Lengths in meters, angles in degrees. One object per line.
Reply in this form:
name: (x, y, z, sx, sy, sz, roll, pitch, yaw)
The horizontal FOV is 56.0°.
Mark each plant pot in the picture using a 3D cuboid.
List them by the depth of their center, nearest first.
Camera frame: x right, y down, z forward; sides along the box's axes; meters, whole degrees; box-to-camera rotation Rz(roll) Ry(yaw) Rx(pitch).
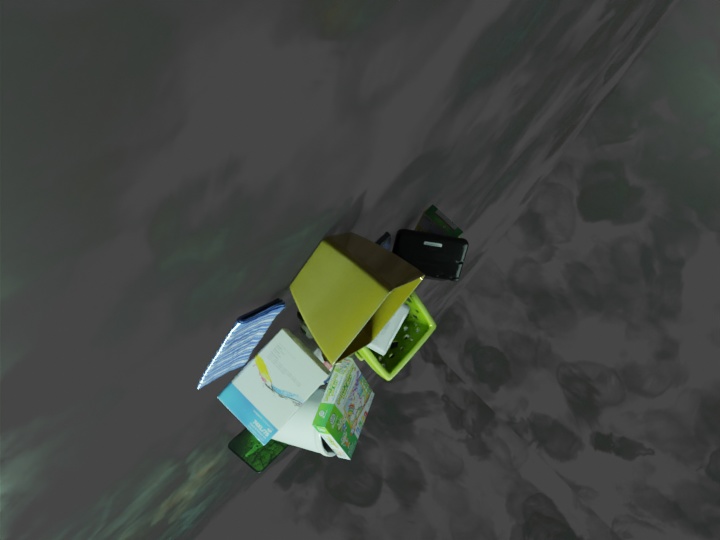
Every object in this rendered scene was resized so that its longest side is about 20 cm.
plant pot: (-0.021, 0.036, 1.353, 0.201, 0.176, 0.199, -52, 166, 21)
plant pot: (0.042, 0.126, 1.730, 0.200, 0.200, 0.181, -44, -155, -16)

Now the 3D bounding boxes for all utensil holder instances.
utensil holder: (-0.148, 0.401, 1.848, 0.169, 0.197, 0.174, -18, 110, -60)

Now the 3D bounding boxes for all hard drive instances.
hard drive: (0.025, 0.104, 1.562, 0.199, 0.026, 0.133, 34, 84, -45)

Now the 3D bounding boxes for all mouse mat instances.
mouse mat: (-0.265, 0.472, 1.938, 0.199, 0.160, 0.008, -40, 134, -29)

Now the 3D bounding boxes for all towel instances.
towel: (-0.232, 0.144, 1.327, 0.201, 0.024, 0.144, -55, 165, 30)

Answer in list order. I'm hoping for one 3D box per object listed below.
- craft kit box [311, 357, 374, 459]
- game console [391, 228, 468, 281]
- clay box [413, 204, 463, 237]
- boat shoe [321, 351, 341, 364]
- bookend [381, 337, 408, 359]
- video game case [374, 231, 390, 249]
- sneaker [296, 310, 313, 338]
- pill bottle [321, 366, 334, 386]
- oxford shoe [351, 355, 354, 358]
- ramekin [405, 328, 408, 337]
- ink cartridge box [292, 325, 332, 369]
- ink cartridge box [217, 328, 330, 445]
craft kit box: (-0.041, 0.364, 1.791, 0.198, 0.048, 0.202, 58, 45, -46)
game console: (0.165, -0.037, 1.808, 0.117, 0.196, 0.179, -105, -154, -61)
clay box: (0.195, -0.075, 1.864, 0.047, 0.115, 0.201, -39, 166, -32)
boat shoe: (-0.057, 0.183, 1.560, 0.200, 0.072, 0.071, 51, 49, -86)
bookend: (0.102, 0.165, 2.085, 0.199, 0.200, 0.092, -46, 168, 0)
video game case: (0.000, 0.000, 1.667, 0.200, 0.019, 0.143, -46, 167, -11)
sneaker: (-0.060, 0.083, 1.559, 0.198, 0.074, 0.089, -32, 142, -23)
pill bottle: (-0.116, 0.254, 1.833, 0.111, 0.111, 0.200, -44, 167, -10)
oxford shoe: (-0.041, 0.207, 1.887, 0.076, 0.057, 0.203, 87, 12, -57)
ramekin: (0.110, 0.186, 2.226, 0.200, 0.098, 0.202, -38, -154, 23)
ink cartridge box: (-0.175, 0.255, 1.649, 0.200, 0.085, 0.146, -44, 152, -9)
ink cartridge box: (-0.183, 0.248, 1.483, 0.200, 0.146, 0.147, -46, 176, -4)
